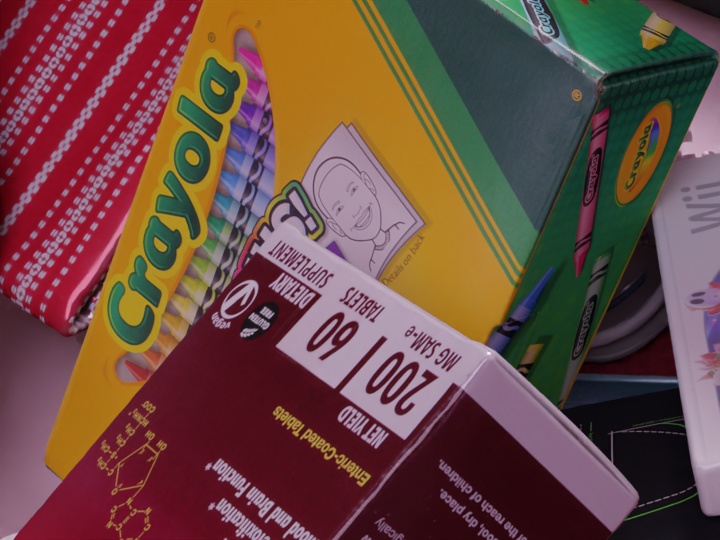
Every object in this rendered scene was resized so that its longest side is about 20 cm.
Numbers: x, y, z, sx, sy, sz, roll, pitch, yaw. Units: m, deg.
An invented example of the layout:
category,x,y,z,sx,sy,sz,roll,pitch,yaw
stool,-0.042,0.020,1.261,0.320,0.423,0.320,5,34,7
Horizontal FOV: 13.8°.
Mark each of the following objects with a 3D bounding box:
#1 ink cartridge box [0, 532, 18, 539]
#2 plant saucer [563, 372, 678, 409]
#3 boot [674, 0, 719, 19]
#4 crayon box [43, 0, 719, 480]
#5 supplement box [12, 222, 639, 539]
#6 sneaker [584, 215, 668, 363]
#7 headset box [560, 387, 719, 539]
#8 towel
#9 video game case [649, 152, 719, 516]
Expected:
category,x,y,z,sx,sy,sz,roll,pitch,yaw
ink cartridge box,-0.110,0.193,0.806,0.147,0.086,0.200,-23,73,4
plant saucer,0.116,0.066,0.828,0.199,0.019,0.070,2,76,12
boot,0.113,-0.075,0.838,0.200,0.073,0.182,28,68,11
crayon box,0.000,0.000,0.788,0.119,0.058,0.200,37,121,27
supplement box,-0.042,0.094,0.674,0.200,0.061,0.109,-50,31,-5
sneaker,0.021,-0.065,0.849,0.075,0.082,0.200,-44,71,-2
headset box,0.148,0.112,0.727,0.199,0.093,0.175,-11,111,8
towel,-0.106,-0.084,0.877,0.200,0.022,0.145,34,89,37
video game case,0.173,-0.005,0.714,0.199,0.018,0.143,-12,30,7
